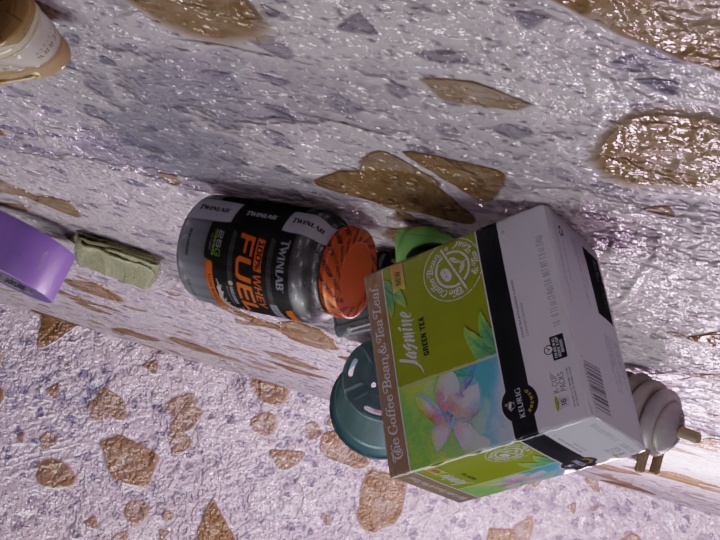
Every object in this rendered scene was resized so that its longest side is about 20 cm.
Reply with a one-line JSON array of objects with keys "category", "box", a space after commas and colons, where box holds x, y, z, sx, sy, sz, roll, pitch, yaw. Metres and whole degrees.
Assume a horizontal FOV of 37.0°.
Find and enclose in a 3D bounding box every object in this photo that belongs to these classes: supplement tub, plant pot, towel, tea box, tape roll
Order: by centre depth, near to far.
[{"category": "tea box", "box": [0.125, 0.082, 0.976, 0.195, 0.202, 0.133, -23, 149, 26]}, {"category": "supplement tub", "box": [-0.090, -0.012, 1.171, 0.198, 0.124, 0.122, 9, 166, 28]}, {"category": "tape roll", "box": [-0.570, -0.030, 1.742, 0.198, 0.086, 0.200, 23, 165, 6]}, {"category": "towel", "box": [-0.406, -0.014, 1.784, 0.147, 0.037, 0.200, 19, 168, -10]}, {"category": "plant pot", "box": [0.041, 0.218, 1.907, 0.198, 0.202, 0.196, 15, 161, 5]}]

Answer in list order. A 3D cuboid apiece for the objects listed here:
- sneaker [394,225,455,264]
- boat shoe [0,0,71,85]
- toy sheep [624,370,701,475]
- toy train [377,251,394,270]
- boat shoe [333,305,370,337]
[{"category": "sneaker", "box": [0.103, 0.020, 1.148, 0.199, 0.085, 0.076, 25, 166, -35]}, {"category": "boat shoe", "box": [-0.309, -0.172, 0.852, 0.198, 0.074, 0.069, 6, 159, 36]}, {"category": "toy sheep", "box": [0.387, 0.211, 1.519, 0.199, 0.139, 0.138, 17, 171, 38]}, {"category": "toy train", "box": [0.000, 0.000, 1.317, 0.045, 0.034, 0.200, 25, 165, -21]}, {"category": "boat shoe", "box": [0.061, 0.057, 1.353, 0.198, 0.063, 0.073, 2, 175, -2]}]
